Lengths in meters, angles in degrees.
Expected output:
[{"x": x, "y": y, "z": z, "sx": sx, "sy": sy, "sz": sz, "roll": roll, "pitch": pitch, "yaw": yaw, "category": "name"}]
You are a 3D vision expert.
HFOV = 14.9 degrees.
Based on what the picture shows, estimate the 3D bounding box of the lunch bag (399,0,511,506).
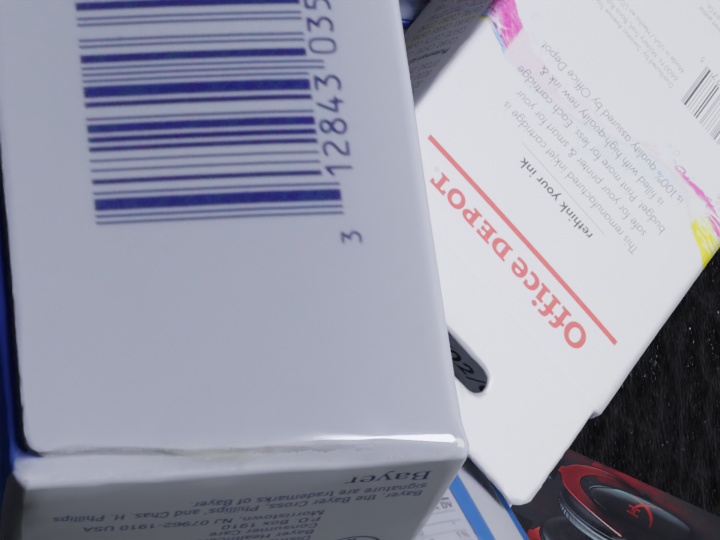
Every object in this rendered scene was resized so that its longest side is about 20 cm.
[{"x": 0.000, "y": 0.000, "z": 0.984, "sx": 0.076, "sy": 0.159, "sz": 0.201, "roll": -144, "pitch": -117, "yaw": -67, "category": "lunch bag"}]

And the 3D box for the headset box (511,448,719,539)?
[{"x": 0.061, "y": 0.134, "z": 1.124, "sx": 0.149, "sy": 0.199, "sz": 0.075, "roll": -49, "pitch": 161, "yaw": -61, "category": "headset box"}]

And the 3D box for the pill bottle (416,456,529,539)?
[{"x": 0.007, "y": 0.114, "z": 0.863, "sx": 0.200, "sy": 0.112, "sz": 0.112, "roll": 60, "pitch": 7, "yaw": 32, "category": "pill bottle"}]

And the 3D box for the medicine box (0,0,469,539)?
[{"x": -0.053, "y": -0.003, "z": 0.694, "sx": 0.200, "sy": 0.102, "sz": 0.183, "roll": 116, "pitch": -31, "yaw": -64, "category": "medicine box"}]

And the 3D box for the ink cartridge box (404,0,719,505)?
[{"x": 0.056, "y": -0.031, "z": 0.903, "sx": 0.115, "sy": 0.068, "sz": 0.200, "roll": 47, "pitch": 64, "yaw": -17, "category": "ink cartridge box"}]
